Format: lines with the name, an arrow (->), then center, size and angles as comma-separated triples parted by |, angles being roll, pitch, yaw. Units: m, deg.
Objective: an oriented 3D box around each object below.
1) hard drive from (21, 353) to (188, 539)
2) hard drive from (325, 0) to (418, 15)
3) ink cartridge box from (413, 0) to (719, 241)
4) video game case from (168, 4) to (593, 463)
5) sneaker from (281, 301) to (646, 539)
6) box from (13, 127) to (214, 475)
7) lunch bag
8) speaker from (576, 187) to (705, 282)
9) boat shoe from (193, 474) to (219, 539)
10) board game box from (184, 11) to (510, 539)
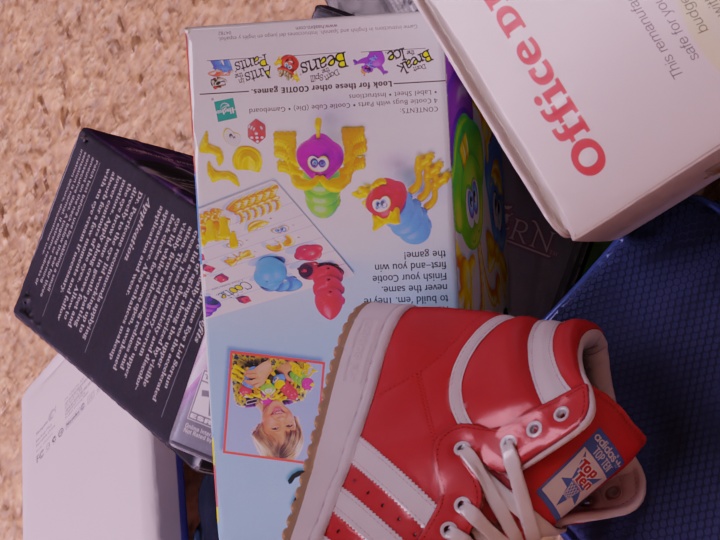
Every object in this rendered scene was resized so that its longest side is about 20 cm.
hard drive -> -0.140, 0.109, 1.399 | 0.132, 0.025, 0.200 | -47, 33, 32
hard drive -> 0.074, -0.166, 1.160 | 0.200, 0.033, 0.140 | -34, 64, 13
ink cartridge box -> 0.128, -0.121, 0.937 | 0.200, 0.083, 0.145 | -33, 80, 16
video game case -> 0.015, 0.006, 1.095 | 0.143, 0.019, 0.200 | 21, 101, 11
sneaker -> 0.036, 0.099, 0.900 | 0.112, 0.071, 0.200 | -1, 60, 23
box -> -0.049, 0.023, 1.244 | 0.200, 0.148, 0.104 | 32, 104, 50
lunch bag -> 0.159, 0.084, 0.973 | 0.136, 0.132, 0.200 | -46, 44, 7
speaker -> 0.085, 0.005, 1.129 | 0.088, 0.088, 0.200 | 36, 107, 51
boat shoe -> -0.033, 0.162, 1.251 | 0.200, 0.084, 0.069 | -108, 38, -58
board game box -> 0.000, 0.000, 1.035 | 0.105, 0.103, 0.200 | -2, 94, 14
